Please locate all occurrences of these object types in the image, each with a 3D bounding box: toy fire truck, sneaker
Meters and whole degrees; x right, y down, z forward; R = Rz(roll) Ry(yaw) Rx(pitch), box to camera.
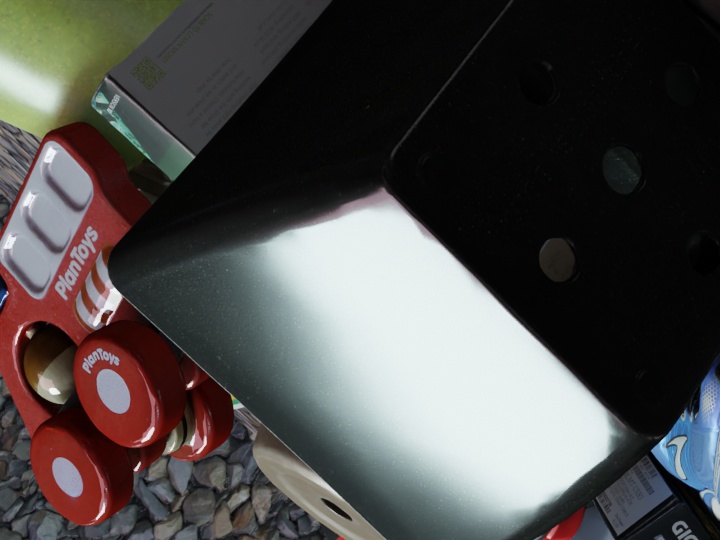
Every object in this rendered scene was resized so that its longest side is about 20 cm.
[{"bbox_3d":[-0.148,0.034,0.908,0.168,0.112,0.200,47,133,13],"label":"toy fire truck"},{"bbox_3d":[0.176,0.076,0.815,0.089,0.079,0.200,35,168,18],"label":"sneaker"}]

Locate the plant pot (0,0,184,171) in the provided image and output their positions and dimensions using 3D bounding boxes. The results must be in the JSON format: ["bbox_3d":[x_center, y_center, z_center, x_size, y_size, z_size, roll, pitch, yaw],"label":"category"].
[{"bbox_3d":[-0.176,-0.157,0.912,0.183,0.202,0.200,32,172,-15],"label":"plant pot"}]

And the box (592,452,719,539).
[{"bbox_3d":[0.186,0.151,0.975,0.200,0.050,0.199,50,-170,-29],"label":"box"}]

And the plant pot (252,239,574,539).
[{"bbox_3d":[0.035,0.062,0.870,0.199,0.175,0.201,31,163,11],"label":"plant pot"}]

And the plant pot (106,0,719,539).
[{"bbox_3d":[0.056,-0.020,0.616,0.199,0.200,0.177,44,156,-11],"label":"plant pot"}]

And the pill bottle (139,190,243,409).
[{"bbox_3d":[-0.131,0.015,1.058,0.112,0.113,0.200,34,178,34],"label":"pill bottle"}]

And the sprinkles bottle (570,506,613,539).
[{"bbox_3d":[0.086,0.177,1.079,0.198,0.069,0.068,10,152,33],"label":"sprinkles bottle"}]

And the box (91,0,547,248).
[{"bbox_3d":[-0.003,-0.059,0.732,0.200,0.145,0.036,42,151,-3],"label":"box"}]

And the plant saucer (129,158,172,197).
[{"bbox_3d":[-0.136,-0.098,1.068,0.199,0.030,0.200,26,-158,-11],"label":"plant saucer"}]

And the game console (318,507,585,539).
[{"bbox_3d":[0.045,0.136,1.033,0.031,0.200,0.178,-2,-128,-45],"label":"game console"}]

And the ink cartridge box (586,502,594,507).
[{"bbox_3d":[0.152,0.224,1.192,0.108,0.051,0.200,11,146,-22],"label":"ink cartridge box"}]
